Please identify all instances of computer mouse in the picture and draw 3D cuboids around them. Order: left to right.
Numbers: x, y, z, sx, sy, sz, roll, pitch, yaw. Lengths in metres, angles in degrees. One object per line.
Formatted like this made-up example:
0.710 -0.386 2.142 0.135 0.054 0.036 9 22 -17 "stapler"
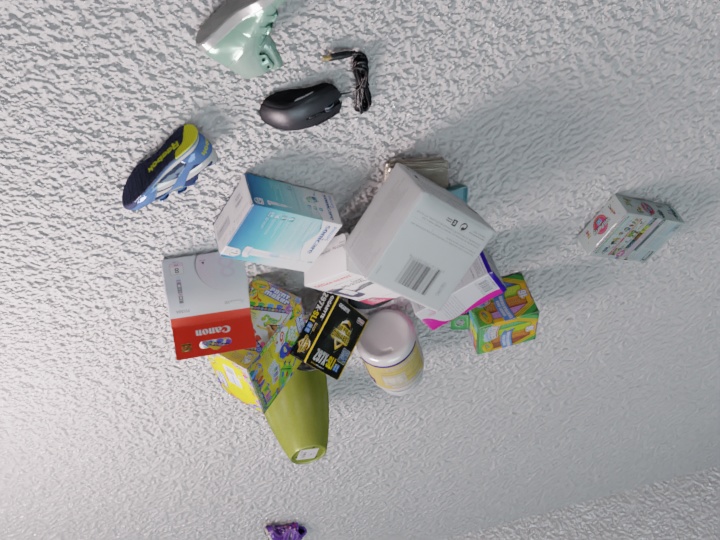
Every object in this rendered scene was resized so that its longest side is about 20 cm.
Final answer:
-0.070 -0.293 1.390 0.197 0.046 0.141 -11 145 -10 "computer mouse"

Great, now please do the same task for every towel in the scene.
0.100 -0.137 1.659 0.130 0.035 0.202 -3 132 -14 "towel"

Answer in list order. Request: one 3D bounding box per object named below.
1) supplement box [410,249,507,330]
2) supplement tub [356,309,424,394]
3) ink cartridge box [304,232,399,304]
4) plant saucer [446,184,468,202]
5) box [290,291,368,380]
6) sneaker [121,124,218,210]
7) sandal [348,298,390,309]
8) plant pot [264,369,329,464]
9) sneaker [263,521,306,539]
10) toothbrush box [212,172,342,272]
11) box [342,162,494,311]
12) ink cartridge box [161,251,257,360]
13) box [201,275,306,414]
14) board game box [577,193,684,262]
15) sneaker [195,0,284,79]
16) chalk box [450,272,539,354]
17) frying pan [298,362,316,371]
0.213 0.035 1.899 0.198 0.104 0.101 -30 143 14 "supplement box"
0.076 0.201 2.018 0.144 0.147 0.201 -20 144 2 "supplement tub"
0.000 0.000 1.733 0.198 0.086 0.144 16 156 -39 "ink cartridge box"
0.124 -0.131 1.715 0.197 0.019 0.070 -14 144 -6 "plant saucer"
-0.065 0.146 1.860 0.161 0.049 0.200 -61 154 -7 "box"
-0.326 -0.160 1.427 0.199 0.075 0.082 -34 144 21 "sneaker"
0.064 0.035 1.884 0.198 0.043 0.076 -23 152 8 "sandal"
-0.152 0.372 2.091 0.184 0.202 0.188 -12 144 -9 "plant pot"
-0.255 0.883 2.841 0.083 0.081 0.199 -44 148 12 "sneaker"
-0.157 -0.086 1.587 0.198 0.086 0.147 11 134 -34 "toothbrush box"
0.109 -0.060 1.592 0.197 0.131 0.201 24 107 -34 "box"
-0.293 0.061 1.619 0.160 0.202 0.057 -8 146 -14 "ink cartridge box"
-0.212 0.159 1.772 0.193 0.121 0.201 -53 155 -28 "box"
0.631 -0.094 1.954 0.198 0.065 0.148 5 137 -32 "board game box"
-0.137 -0.365 1.239 0.199 0.075 0.118 -29 138 30 "sneaker"
0.316 0.111 2.026 0.197 0.125 0.126 -16 144 -4 "chalk box"
-0.151 0.209 2.023 0.187 0.031 0.116 -3 141 -15 "frying pan"
